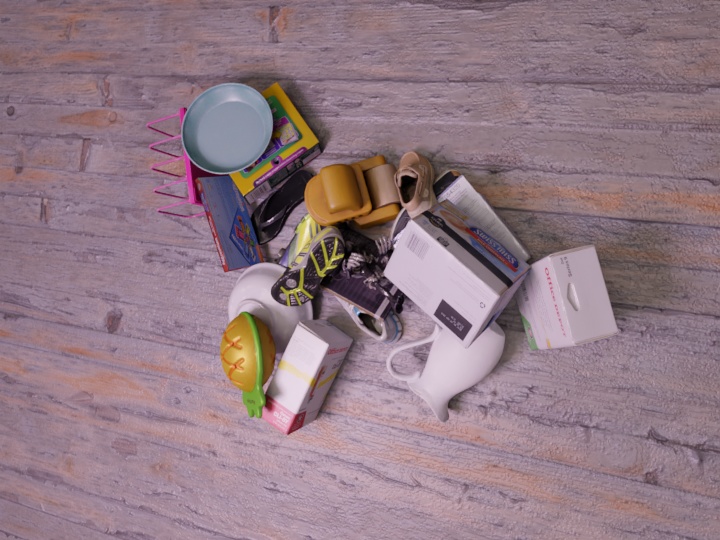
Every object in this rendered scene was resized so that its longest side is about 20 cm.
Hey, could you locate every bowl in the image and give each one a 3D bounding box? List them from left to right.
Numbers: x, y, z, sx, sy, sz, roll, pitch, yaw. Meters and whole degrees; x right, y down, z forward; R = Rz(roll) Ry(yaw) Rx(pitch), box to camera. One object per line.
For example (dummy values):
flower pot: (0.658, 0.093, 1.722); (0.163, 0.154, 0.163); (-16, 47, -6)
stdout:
bowl: (-0.204, 0.094, 1.281); (0.196, 0.090, 0.207); (7, 108, 21)

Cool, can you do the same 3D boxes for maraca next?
maraca: (-0.215, 0.182, 1.188); (0.136, 0.104, 0.206); (-19, 78, 62)

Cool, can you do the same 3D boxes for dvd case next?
dvd case: (0.000, 0.000, 1.238); (0.197, 0.016, 0.150); (26, 61, 19)

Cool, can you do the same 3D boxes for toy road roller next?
toy road roller: (-0.013, -0.153, 1.200); (0.195, 0.146, 0.126); (-16, 82, -4)

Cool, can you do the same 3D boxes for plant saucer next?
plant saucer: (-0.274, -0.290, 1.278); (0.194, 0.036, 0.206); (-1, 76, 6)

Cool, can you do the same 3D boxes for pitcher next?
pitcher: (0.159, 0.157, 1.152); (0.170, 0.122, 0.202); (35, 106, -9)

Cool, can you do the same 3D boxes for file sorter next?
file sorter: (-0.386, -0.230, 1.367); (0.122, 0.138, 0.206); (-10, 84, 22)

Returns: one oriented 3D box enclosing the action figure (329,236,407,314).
action figure: (0.019, -0.012, 1.174); (0.198, 0.103, 0.118); (36, 55, 22)

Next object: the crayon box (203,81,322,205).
crayon box: (-0.209, -0.273, 1.317); (0.198, 0.058, 0.174); (-35, 75, -5)

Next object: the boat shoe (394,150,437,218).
boat shoe: (0.101, -0.175, 1.175); (0.071, 0.064, 0.203); (-36, 36, 23)

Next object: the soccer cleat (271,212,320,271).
soccer cleat: (-0.111, -0.059, 1.308); (0.083, 0.065, 0.202); (34, 97, -6)

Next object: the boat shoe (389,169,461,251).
boat shoe: (0.132, -0.110, 1.202); (0.200, 0.074, 0.063); (-46, 35, 9)

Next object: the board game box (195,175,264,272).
board game box: (-0.277, -0.103, 1.308); (0.019, 0.102, 0.205); (-22, 84, 41)

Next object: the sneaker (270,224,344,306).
sneaker: (-0.098, -0.006, 1.191); (0.075, 0.077, 0.199); (39, 116, -22)

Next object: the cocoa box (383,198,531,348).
cocoa box: (0.165, 0.001, 1.062); (0.199, 0.130, 0.135); (42, 133, 18)

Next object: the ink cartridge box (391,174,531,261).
ink cartridge box: (0.189, -0.042, 1.173); (0.196, 0.043, 0.201); (-41, 86, 21)

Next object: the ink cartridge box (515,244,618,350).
ink cartridge box: (0.341, 0.053, 1.052); (0.085, 0.200, 0.149); (-13, 82, -5)

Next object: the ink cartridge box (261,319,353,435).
ink cartridge box: (-0.109, 0.211, 1.242); (0.082, 0.145, 0.204); (28, 97, 18)

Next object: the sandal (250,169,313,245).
sandal: (-0.180, -0.142, 1.337); (0.076, 0.043, 0.200); (46, 103, 15)

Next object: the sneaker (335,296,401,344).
sneaker: (0.000, 0.068, 1.241); (0.199, 0.086, 0.076); (43, 104, 18)
